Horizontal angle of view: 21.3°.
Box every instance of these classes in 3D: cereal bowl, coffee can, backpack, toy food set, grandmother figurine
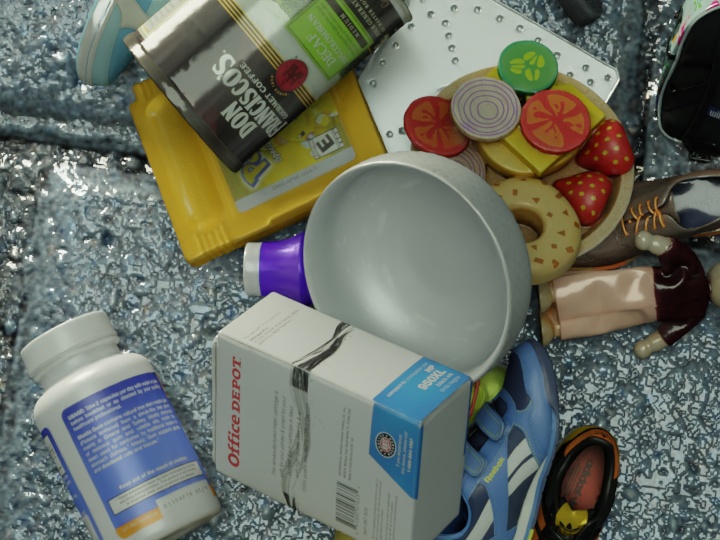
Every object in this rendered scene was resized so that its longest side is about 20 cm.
[{"bbox_3d":[0.056,-0.005,1.540,0.199,0.083,0.201,16,119,31],"label":"cereal bowl"},{"bbox_3d":[-0.078,-0.202,1.603,0.200,0.146,0.147,-41,82,1],"label":"coffee can"},{"bbox_3d":[0.346,-0.191,1.594,0.177,0.200,0.151,13,64,6],"label":"backpack"},{"bbox_3d":[0.134,-0.093,1.618,0.200,0.049,0.198,-42,74,-18],"label":"toy food set"},{"bbox_3d":[0.251,0.017,1.634,0.199,0.122,0.061,-5,41,2],"label":"grandmother figurine"}]

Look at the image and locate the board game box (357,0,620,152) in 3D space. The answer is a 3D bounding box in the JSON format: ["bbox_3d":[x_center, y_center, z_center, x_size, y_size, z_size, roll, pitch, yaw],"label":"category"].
[{"bbox_3d":[0.096,-0.136,1.688,0.199,0.026,0.201,31,86,7],"label":"board game box"}]

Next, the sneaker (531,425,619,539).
[{"bbox_3d":[0.166,0.224,1.605,0.070,0.090,0.201,20,84,6],"label":"sneaker"}]

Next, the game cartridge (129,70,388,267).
[{"bbox_3d":[-0.090,-0.121,1.678,0.199,0.032,0.177,-24,74,4],"label":"game cartridge"}]

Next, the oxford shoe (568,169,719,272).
[{"bbox_3d":[0.243,-0.049,1.643,0.199,0.073,0.072,-18,82,1],"label":"oxford shoe"}]

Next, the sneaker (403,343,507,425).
[{"bbox_3d":[0.055,0.099,1.628,0.199,0.090,0.079,13,82,4],"label":"sneaker"}]

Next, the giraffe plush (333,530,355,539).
[{"bbox_3d":[-0.016,0.306,1.544,0.172,0.162,0.201,34,103,11],"label":"giraffe plush"}]

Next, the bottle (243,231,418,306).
[{"bbox_3d":[0.000,0.000,1.648,0.199,0.084,0.066,0,50,6],"label":"bottle"}]

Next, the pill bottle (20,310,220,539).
[{"bbox_3d":[-0.209,0.140,1.629,0.112,0.112,0.201,-27,82,0],"label":"pill bottle"}]

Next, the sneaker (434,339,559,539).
[{"bbox_3d":[0.112,0.153,1.586,0.082,0.074,0.201,9,102,-12],"label":"sneaker"}]

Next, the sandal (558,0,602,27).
[{"bbox_3d":[0.150,-0.304,1.687,0.043,0.076,0.201,-27,80,27],"label":"sandal"}]

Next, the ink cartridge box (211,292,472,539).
[{"bbox_3d":[-0.018,0.125,1.548,0.199,0.084,0.145,23,128,26],"label":"ink cartridge box"}]

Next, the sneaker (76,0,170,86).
[{"bbox_3d":[-0.156,-0.229,1.689,0.130,0.080,0.201,31,86,8],"label":"sneaker"}]
